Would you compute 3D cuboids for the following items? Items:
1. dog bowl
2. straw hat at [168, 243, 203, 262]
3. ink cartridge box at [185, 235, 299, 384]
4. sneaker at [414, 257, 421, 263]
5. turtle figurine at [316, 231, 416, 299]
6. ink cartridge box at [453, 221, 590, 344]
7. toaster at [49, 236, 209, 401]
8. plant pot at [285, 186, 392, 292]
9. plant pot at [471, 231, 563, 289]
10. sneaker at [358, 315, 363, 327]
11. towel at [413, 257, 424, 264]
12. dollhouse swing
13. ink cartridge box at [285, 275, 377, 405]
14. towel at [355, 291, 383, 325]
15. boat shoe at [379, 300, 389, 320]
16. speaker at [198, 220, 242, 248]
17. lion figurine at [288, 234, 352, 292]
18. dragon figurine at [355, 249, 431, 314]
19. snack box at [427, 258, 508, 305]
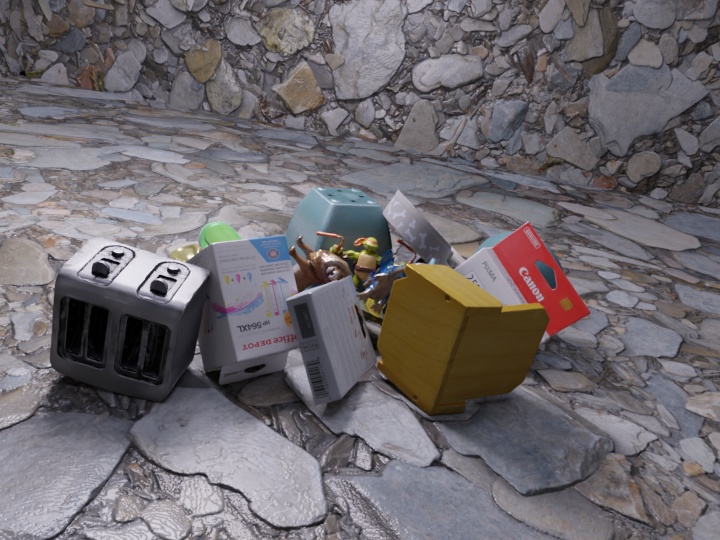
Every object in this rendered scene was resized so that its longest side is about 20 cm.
[{"bbox_3d":[0.123,-0.071,1.235,0.200,0.059,0.200,45,7,-8],"label":"dog bowl"},{"bbox_3d":[-0.304,0.001,1.102,0.200,0.085,0.201,-2,38,2],"label":"straw hat"},{"bbox_3d":[-0.174,0.063,0.945,0.128,0.201,0.125,-9,-8,-37],"label":"ink cartridge box"},{"bbox_3d":[0.127,0.029,1.355,0.076,0.075,0.200,43,22,-1],"label":"sneaker"},{"bbox_3d":[0.000,0.000,1.214,0.199,0.162,0.064,12,9,-4],"label":"turtle figurine"},{"bbox_3d":[0.280,0.042,1.112,0.045,0.176,0.200,-8,64,-59],"label":"ink cartridge box"},{"bbox_3d":[-0.329,0.074,0.876,0.180,0.201,0.119,18,25,-1],"label":"toaster"},{"bbox_3d":[-0.046,-0.068,1.315,0.195,0.201,0.196,-2,24,-26],"label":"plant pot"},{"bbox_3d":[0.286,0.038,1.223,0.200,0.201,0.135,22,32,27],"label":"plant pot"},{"bbox_3d":[-0.068,0.093,1.094,0.114,0.073,0.200,12,11,13],"label":"sneaker"},{"bbox_3d":[0.182,0.023,1.321,0.145,0.022,0.200,44,18,6],"label":"towel"},{"bbox_3d":[0.160,0.098,0.975,0.175,0.201,0.182,-13,37,-39],"label":"dollhouse swing"},{"bbox_3d":[-0.041,0.101,0.970,0.057,0.163,0.200,-16,2,14],"label":"ink cartridge box"},{"bbox_3d":[0.046,0.079,1.130,0.200,0.018,0.086,27,19,-26],"label":"towel"},{"bbox_3d":[0.100,0.043,1.119,0.073,0.065,0.200,22,26,24],"label":"boat shoe"},{"bbox_3d":[-0.279,-0.036,1.288,0.088,0.089,0.200,-3,25,-29],"label":"speaker"},{"bbox_3d":[-0.117,0.014,1.183,0.123,0.200,0.073,47,35,-18],"label":"lion figurine"},{"bbox_3d":[0.053,0.007,1.036,0.059,0.200,0.100,36,46,-5],"label":"dragon figurine"},{"bbox_3d":[0.168,0.078,1.009,0.200,0.116,0.037,32,33,-7],"label":"snack box"}]
